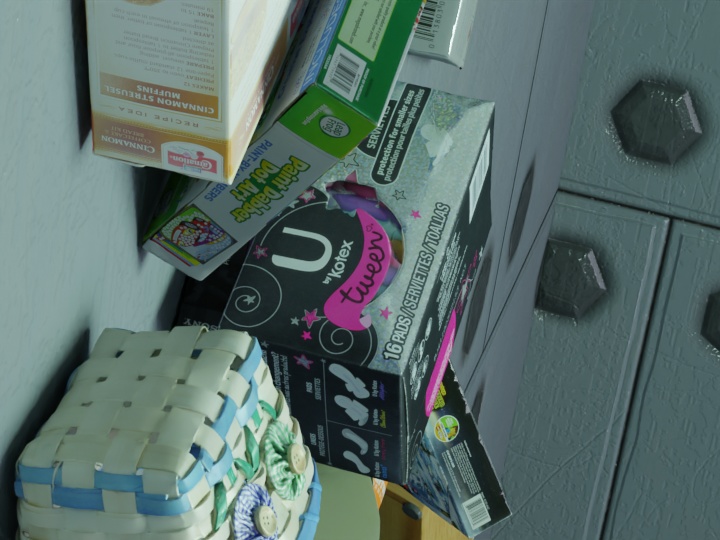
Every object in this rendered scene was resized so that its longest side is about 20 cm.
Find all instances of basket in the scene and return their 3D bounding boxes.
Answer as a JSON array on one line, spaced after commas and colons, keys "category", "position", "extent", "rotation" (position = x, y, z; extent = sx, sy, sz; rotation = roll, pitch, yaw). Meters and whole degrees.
[{"category": "basket", "position": [-0.094, 0.143, 1.210], "extent": [0.177, 0.138, 0.201], "rotation": [-66, 156, -52]}]

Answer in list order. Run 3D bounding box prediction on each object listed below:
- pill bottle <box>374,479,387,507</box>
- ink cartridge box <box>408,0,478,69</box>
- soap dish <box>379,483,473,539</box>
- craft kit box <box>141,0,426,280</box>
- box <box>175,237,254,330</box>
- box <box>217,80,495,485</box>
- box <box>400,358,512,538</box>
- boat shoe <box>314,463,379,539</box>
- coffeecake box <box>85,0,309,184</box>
[{"category": "pill bottle", "position": [-0.046, 0.155, 1.586], "extent": [0.114, 0.113, 0.201], "rotation": [85, 21, -63]}, {"category": "ink cartridge box", "position": [0.076, -0.249, 1.971], "extent": [0.200, 0.047, 0.161], "rotation": [-24, 126, -85]}, {"category": "soap dish", "position": [0.013, 0.166, 1.875], "extent": [0.081, 0.157, 0.200], "rotation": [-51, 159, -28]}, {"category": "craft kit box", "position": [-0.026, -0.117, 1.262], "extent": [0.197, 0.048, 0.201], "rotation": [-34, -151, 51]}, {"category": "box", "position": [-0.060, -0.040, 1.471], "extent": [0.143, 0.036, 0.201], "rotation": [50, 56, -78]}, {"category": "box", "position": [0.000, 0.000, 1.432], "extent": [0.132, 0.114, 0.201], "rotation": [87, 19, -56]}, {"category": "box", "position": [0.030, 0.075, 1.679], "extent": [0.137, 0.040, 0.201], "rotation": [29, -36, 65]}, {"category": "boat shoe", "position": [-0.026, 0.098, 1.501], "extent": [0.063, 0.073, 0.203], "rotation": [117, -28, -63]}, {"category": "coffeecake box", "position": [-0.069, -0.167, 1.107], "extent": [0.201, 0.073, 0.154], "rotation": [93, 12, -47]}]
